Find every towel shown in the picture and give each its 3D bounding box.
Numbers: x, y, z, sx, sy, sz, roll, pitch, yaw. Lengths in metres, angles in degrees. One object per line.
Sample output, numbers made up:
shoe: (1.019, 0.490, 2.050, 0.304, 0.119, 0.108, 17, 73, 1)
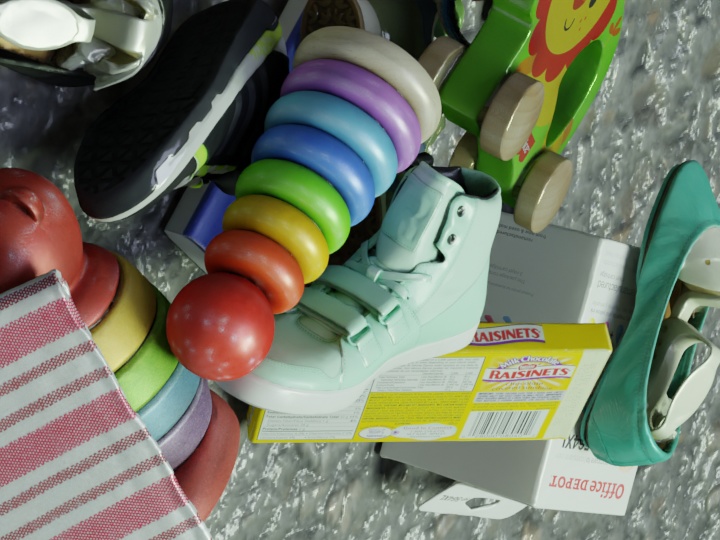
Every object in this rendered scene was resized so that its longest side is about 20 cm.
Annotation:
towel: (-0.165, 0.112, 1.153, 0.146, 0.030, 0.200, -28, 110, -1)

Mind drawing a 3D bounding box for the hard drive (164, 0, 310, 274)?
hard drive: (-0.029, -0.075, 1.381, 0.200, 0.025, 0.132, -63, 143, -16)

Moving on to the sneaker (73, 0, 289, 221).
sneaker: (-0.077, -0.070, 1.238, 0.083, 0.072, 0.200, 65, 35, -25)

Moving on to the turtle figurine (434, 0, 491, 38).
turtle figurine: (0.132, -0.180, 1.459, 0.194, 0.144, 0.200, -26, 119, -44)

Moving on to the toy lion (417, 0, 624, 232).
toy lion: (0.110, -0.139, 1.330, 0.192, 0.069, 0.200, -57, 160, -9)

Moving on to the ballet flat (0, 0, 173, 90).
ballet flat: (-0.146, -0.120, 1.171, 0.200, 0.068, 0.068, -4, 112, -53)

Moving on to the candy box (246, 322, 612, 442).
candy box: (0.038, 0.066, 1.388, 0.102, 0.200, 0.026, 107, -21, -51)

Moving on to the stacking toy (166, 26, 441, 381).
stacking toy: (-0.034, -0.027, 1.210, 0.200, 0.085, 0.085, -61, 143, -29)

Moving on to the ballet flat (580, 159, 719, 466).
ballet flat: (0.202, 0.031, 1.478, 0.067, 0.070, 0.200, 30, 77, -53)

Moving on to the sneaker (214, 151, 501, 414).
sneaker: (0.000, 0.000, 1.260, 0.200, 0.074, 0.118, -22, 133, -48)

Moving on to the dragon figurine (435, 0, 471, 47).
dragon figurine: (0.069, -0.212, 1.290, 0.059, 0.099, 0.200, -26, 111, -54)

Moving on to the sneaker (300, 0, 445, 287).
sneaker: (0.016, -0.068, 1.361, 0.090, 0.067, 0.201, -16, 112, -44)

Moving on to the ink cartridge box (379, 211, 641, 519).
ink cartridge box: (0.112, 0.071, 1.540, 0.128, 0.125, 0.200, 12, 92, -54)

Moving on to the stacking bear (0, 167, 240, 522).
stacking bear: (-0.150, 0.035, 1.197, 0.114, 0.121, 0.200, -49, 130, -26)
